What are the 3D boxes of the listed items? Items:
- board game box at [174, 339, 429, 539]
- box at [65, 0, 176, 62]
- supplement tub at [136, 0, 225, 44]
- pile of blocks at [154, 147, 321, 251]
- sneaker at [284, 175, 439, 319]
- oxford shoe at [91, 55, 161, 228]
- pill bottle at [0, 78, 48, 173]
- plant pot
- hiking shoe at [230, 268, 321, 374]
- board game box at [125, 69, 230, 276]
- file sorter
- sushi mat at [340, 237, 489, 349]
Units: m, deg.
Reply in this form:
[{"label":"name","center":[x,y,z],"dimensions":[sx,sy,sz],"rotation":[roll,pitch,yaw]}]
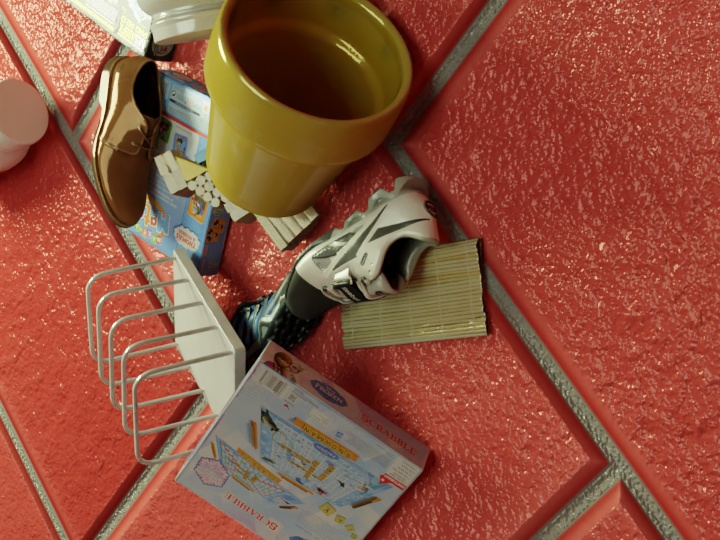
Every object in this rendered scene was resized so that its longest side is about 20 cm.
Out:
[{"label":"board game box","center":[-0.063,0.200,1.399],"dimensions":[0.199,0.041,0.200],"rotation":[35,122,-4]},{"label":"box","center":[-0.277,-0.365,1.624],"dimensions":[0.200,0.044,0.161],"rotation":[37,118,35]},{"label":"supplement tub","center":[-0.181,-0.353,1.456],"dimensions":[0.144,0.144,0.202],"rotation":[-4,98,44]},{"label":"pile of blocks","center":[-0.126,-0.091,1.479],"dimensions":[0.199,0.062,0.083],"rotation":[27,96,15]},{"label":"sneaker","center":[0.000,0.000,1.346],"dimensions":[0.200,0.074,0.089],"rotation":[-44,49,29]},{"label":"oxford shoe","center":[-0.264,-0.150,1.564],"dimensions":[0.071,0.071,0.202],"rotation":[3,93,42]},{"label":"pill bottle","center":[-0.507,-0.181,1.811],"dimensions":[0.199,0.114,0.115],"rotation":[-19,81,43]},{"label":"plant pot","center":[-0.070,-0.159,1.356],"dimensions":[0.201,0.200,0.189],"rotation":[57,144,24]},{"label":"hiking shoe","center":[-0.105,0.055,1.475],"dimensions":[0.087,0.074,0.201],"rotation":[50,125,28]},{"label":"board game box","center":[-0.204,-0.115,1.580],"dimensions":[0.151,0.036,0.202],"rotation":[30,113,39]},{"label":"file sorter","center":[-0.219,0.095,1.496],"dimensions":[0.200,0.124,0.140],"rotation":[-128,34,-47]},{"label":"sushi mat","center":[0.048,0.026,1.368],"dimensions":[0.199,0.012,0.097],"rotation":[-9,88,44]}]
